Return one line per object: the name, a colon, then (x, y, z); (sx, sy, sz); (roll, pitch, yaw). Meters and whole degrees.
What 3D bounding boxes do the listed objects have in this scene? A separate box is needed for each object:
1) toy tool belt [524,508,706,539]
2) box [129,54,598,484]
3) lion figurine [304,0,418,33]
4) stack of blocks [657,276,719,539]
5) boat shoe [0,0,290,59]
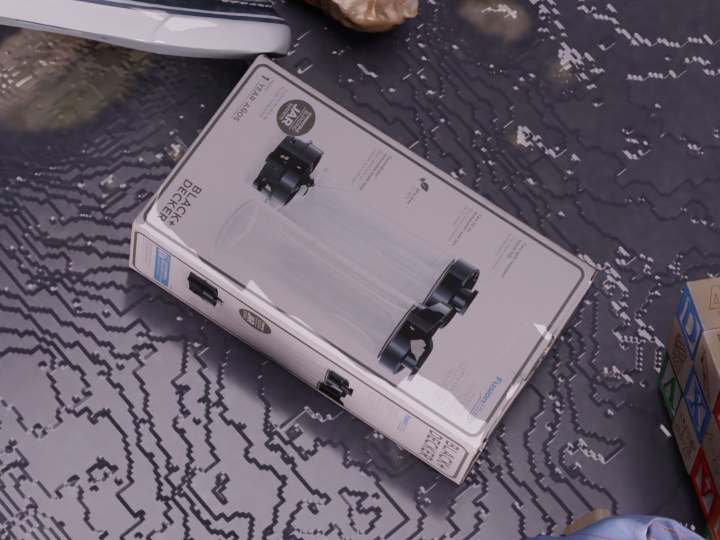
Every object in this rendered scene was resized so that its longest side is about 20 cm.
toy tool belt: (0.122, 0.150, 1.115); (0.125, 0.200, 0.123); (37, 67, -16)
box: (0.000, 0.000, 1.227); (0.200, 0.060, 0.117); (32, 68, 6)
lion figurine: (-0.061, -0.187, 1.297); (0.200, 0.072, 0.123); (5, 79, 10)
stack of blocks: (0.198, 0.113, 1.178); (0.058, 0.115, 0.200); (-8, 56, -11)
boat shoe: (-0.128, -0.161, 1.251); (0.200, 0.071, 0.091); (10, 90, 1)
